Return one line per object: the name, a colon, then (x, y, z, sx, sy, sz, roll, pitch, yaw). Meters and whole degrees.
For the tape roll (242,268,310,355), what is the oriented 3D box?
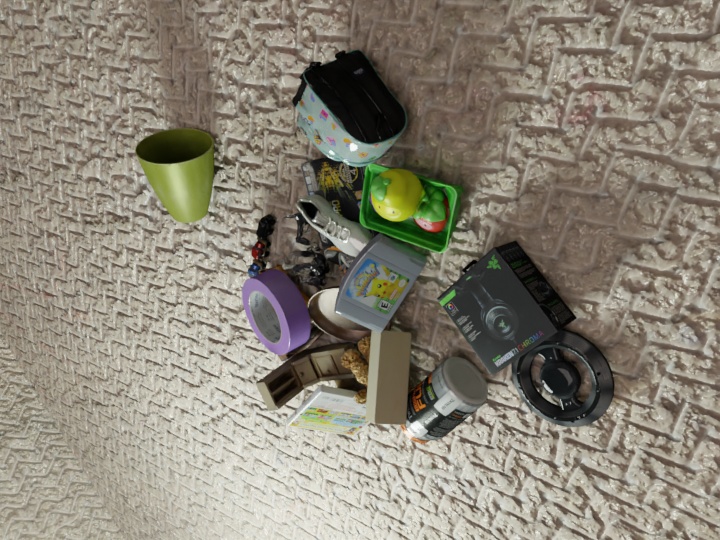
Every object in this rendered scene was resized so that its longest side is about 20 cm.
tape roll: (-0.206, 0.101, 1.355, 0.200, 0.066, 0.201, 30, 133, 40)

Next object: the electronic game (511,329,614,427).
electronic game: (0.391, 0.210, 1.095, 0.199, 0.042, 0.201, 13, 111, 37)

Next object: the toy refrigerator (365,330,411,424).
toy refrigerator: (0.061, 0.237, 1.249, 0.070, 0.076, 0.201, 160, 115, -70)

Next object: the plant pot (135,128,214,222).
plant pot: (-0.453, -0.230, 1.429, 0.187, 0.187, 0.201, 23, 135, 25)

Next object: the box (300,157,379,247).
box: (-0.036, -0.154, 1.236, 0.161, 0.049, 0.201, -1, 110, 37)

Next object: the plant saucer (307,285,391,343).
plant saucer: (-0.023, 0.098, 1.295, 0.199, 0.032, 0.201, 9, 139, 8)

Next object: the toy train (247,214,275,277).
toy train: (-0.256, -0.051, 1.432, 0.034, 0.046, 0.201, 31, 124, 21)

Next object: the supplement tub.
supplement tub: (0.175, 0.290, 1.226, 0.123, 0.122, 0.200, 45, 127, 11)

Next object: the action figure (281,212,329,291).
action figure: (-0.131, -0.034, 1.312, 0.102, 0.119, 0.201, -12, 97, 3)

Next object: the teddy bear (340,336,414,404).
teddy bear: (0.042, 0.251, 1.310, 0.067, 0.144, 0.201, 174, 76, -79)

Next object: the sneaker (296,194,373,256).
sneaker: (-0.059, -0.091, 1.185, 0.200, 0.087, 0.075, 35, 102, 15)

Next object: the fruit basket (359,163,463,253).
fruit basket: (0.082, -0.127, 1.070, 0.215, 0.215, 0.156, 21, 119, 26)

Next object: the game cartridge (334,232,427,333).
game cartridge: (0.033, 0.027, 1.171, 0.133, 0.041, 0.200, 26, 109, -12)

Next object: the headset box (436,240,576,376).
headset box: (0.271, 0.066, 1.072, 0.174, 0.093, 0.200, -46, 70, 38)

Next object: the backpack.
backpack: (-0.016, -0.299, 1.086, 0.200, 0.176, 0.153, 47, 144, 11)

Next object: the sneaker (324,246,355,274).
sneaker: (0.000, 0.000, 1.243, 0.199, 0.078, 0.078, 21, 94, 26)

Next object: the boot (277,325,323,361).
boot: (-0.173, 0.163, 1.445, 0.200, 0.075, 0.097, -34, 91, 41)

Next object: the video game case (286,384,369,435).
video game case: (-0.055, 0.351, 1.388, 0.182, 0.199, 0.023, -50, 36, 37)

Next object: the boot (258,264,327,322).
boot: (-0.174, 0.054, 1.399, 0.201, 0.071, 0.145, -1, 115, 41)

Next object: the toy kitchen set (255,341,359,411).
toy kitchen set: (-0.106, 0.297, 1.385, 0.200, 0.180, 0.164, -17, 100, 42)
